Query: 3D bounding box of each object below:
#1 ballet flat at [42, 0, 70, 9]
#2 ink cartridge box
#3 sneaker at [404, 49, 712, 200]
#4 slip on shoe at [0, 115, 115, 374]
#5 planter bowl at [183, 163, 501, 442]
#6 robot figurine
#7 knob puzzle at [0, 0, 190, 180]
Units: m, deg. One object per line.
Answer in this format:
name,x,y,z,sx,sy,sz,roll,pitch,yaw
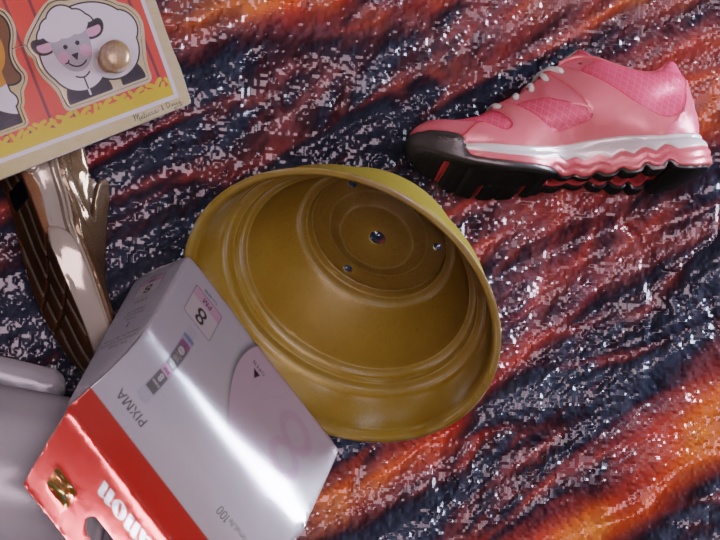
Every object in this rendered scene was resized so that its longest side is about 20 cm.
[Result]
ballet flat,-0.252,-0.176,1.691,0.199,0.069,0.072,15,56,-15
ink cartridge box,-0.099,0.112,1.656,0.057,0.200,0.163,-25,114,27
sneaker,0.120,-0.094,1.788,0.199,0.074,0.087,-1,75,-17
slip on shoe,-0.176,-0.036,1.712,0.060,0.076,0.201,-21,87,-24
planter bowl,0.000,0.000,1.718,0.200,0.200,0.084,39,41,-9
robot figurine,-0.216,0.123,1.671,0.199,0.113,0.170,10,51,-13
knob puzzle,-0.208,-0.162,1.662,0.218,0.030,0.221,3,81,-22
